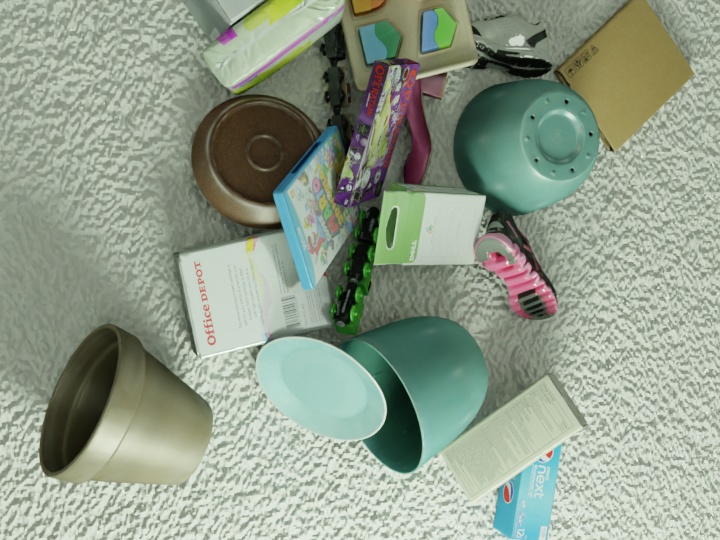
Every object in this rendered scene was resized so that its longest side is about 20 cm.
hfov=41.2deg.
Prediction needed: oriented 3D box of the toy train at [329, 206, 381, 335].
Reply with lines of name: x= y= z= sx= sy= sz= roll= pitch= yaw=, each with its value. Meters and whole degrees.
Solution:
toy train: x=0.000 y=0.000 z=1.358 sx=0.041 sy=0.057 sz=0.203 roll=6 pitch=57 yaw=17

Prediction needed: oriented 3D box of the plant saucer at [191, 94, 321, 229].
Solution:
plant saucer: x=-0.134 y=-0.158 z=1.327 sx=0.196 sy=0.035 sz=0.204 roll=5 pitch=71 yaw=-14

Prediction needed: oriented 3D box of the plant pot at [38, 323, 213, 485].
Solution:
plant pot: x=-0.292 y=0.196 z=1.247 sx=0.172 sy=0.199 sz=0.203 roll=29 pitch=82 yaw=-31

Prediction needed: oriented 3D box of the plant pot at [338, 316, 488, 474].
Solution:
plant pot: x=0.084 y=0.157 z=1.354 sx=0.159 sy=0.200 sz=0.204 roll=-25 pitch=98 yaw=-29

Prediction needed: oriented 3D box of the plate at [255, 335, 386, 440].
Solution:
plate: x=-0.053 y=0.158 z=1.324 sx=0.200 sy=0.199 sz=0.026 roll=43 pitch=45 yaw=-13

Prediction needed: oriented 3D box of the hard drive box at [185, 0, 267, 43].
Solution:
hard drive box: x=-0.129 y=-0.400 z=1.291 sx=0.199 sy=0.156 sz=0.077 roll=-37 pitch=101 yaw=-12

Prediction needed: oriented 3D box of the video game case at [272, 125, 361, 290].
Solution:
video game case: x=-0.054 y=-0.089 z=1.302 sx=0.017 sy=0.201 sz=0.145 roll=-2 pitch=121 yaw=24

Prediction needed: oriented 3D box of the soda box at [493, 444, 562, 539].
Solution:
soda box: x=0.260 y=0.306 z=1.472 sx=0.063 sy=0.068 sz=0.204 roll=11 pitch=88 yaw=-17

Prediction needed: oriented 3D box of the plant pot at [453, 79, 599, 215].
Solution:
plant pot: x=0.257 y=-0.186 z=1.412 sx=0.197 sy=0.161 sz=0.205 roll=0 pitch=91 yaw=-16

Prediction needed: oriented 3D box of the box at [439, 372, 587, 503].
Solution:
box: x=0.224 y=0.244 z=1.401 sx=0.199 sy=0.078 sz=0.096 roll=-36 pitch=74 yaw=12

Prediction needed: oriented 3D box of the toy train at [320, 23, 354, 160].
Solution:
toy train: x=-0.032 y=-0.259 z=1.383 sx=0.033 sy=0.046 sz=0.204 roll=-5 pitch=90 yaw=21

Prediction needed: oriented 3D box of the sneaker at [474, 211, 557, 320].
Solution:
sneaker: x=0.245 y=-0.009 z=1.453 sx=0.201 sy=0.078 sz=0.096 roll=52 pitch=38 yaw=-33

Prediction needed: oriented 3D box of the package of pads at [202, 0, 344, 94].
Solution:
package of pads: x=-0.111 y=-0.318 z=1.286 sx=0.199 sy=0.155 sz=0.069 roll=-35 pitch=97 yaw=2

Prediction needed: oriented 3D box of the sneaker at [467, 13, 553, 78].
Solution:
sneaker: x=0.197 y=-0.349 z=1.449 sx=0.196 sy=0.074 sz=0.082 roll=8 pitch=72 yaw=-21

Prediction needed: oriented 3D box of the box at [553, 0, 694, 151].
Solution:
box: x=0.425 y=-0.316 z=1.536 sx=0.200 sy=0.021 sz=0.164 roll=-42 pitch=103 yaw=-13

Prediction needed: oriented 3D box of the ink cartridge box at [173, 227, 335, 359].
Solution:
ink cartridge box: x=-0.149 y=0.025 z=1.330 sx=0.196 sy=0.083 sz=0.149 roll=-12 pitch=95 yaw=-17

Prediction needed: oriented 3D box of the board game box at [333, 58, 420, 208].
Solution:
board game box: x=0.023 y=-0.192 z=1.331 sx=0.032 sy=0.120 sz=0.203 roll=22 pitch=111 yaw=14

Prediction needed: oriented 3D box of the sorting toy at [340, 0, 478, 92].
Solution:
sorting toy: x=0.061 y=-0.373 z=1.375 sx=0.182 sy=0.036 sz=0.204 roll=-13 pitch=86 yaw=2

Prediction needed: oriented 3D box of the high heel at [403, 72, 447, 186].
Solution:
high heel: x=0.064 y=-0.206 z=1.413 sx=0.094 sy=0.067 sz=0.204 roll=11 pitch=85 yaw=-1

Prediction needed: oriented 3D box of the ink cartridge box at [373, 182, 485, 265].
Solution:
ink cartridge box: x=0.084 y=-0.066 z=1.368 sx=0.197 sy=0.059 sz=0.106 roll=-1 pitch=107 yaw=-39
